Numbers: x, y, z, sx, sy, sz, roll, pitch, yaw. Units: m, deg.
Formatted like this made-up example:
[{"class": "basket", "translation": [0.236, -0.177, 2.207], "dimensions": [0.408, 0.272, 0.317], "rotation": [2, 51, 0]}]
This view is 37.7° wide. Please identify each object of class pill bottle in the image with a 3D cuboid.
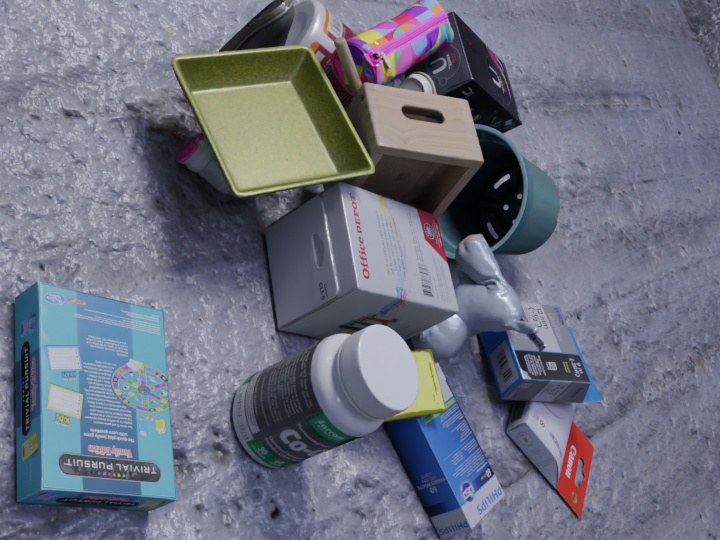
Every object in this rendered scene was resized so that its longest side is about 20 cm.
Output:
[{"class": "pill bottle", "translation": [-0.030, -0.284, 1.512], "dimensions": [0.199, 0.113, 0.115], "rotation": [35, 44, -34]}, {"class": "pill bottle", "translation": [-0.039, 0.137, 1.156], "dimensions": [0.112, 0.199, 0.114], "rotation": [27, 49, -36]}]

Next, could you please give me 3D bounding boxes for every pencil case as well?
[{"class": "pencil case", "translation": [0.047, -0.307, 1.449], "dimensions": [0.200, 0.088, 0.089], "rotation": [-40, 100, -39]}]

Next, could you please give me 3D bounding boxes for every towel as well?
[{"class": "towel", "translation": [0.012, 0.149, 1.310], "dimensions": [0.198, 0.018, 0.087], "rotation": [-5, 74, -29]}]

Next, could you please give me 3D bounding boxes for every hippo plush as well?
[{"class": "hippo plush", "translation": [0.144, 0.067, 1.481], "dimensions": [0.201, 0.160, 0.159], "rotation": [62, 4, 27]}]

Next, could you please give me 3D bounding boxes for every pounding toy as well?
[{"class": "pounding toy", "translation": [0.032, -0.171, 1.361], "dimensions": [0.197, 0.184, 0.144], "rotation": [5, 56, -26]}]

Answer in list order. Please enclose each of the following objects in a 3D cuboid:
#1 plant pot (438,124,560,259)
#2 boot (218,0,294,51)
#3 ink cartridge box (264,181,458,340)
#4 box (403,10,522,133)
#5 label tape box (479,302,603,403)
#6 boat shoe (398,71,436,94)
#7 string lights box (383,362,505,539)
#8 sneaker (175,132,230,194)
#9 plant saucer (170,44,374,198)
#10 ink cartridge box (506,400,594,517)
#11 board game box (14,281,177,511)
[{"class": "plant pot", "translation": [0.208, -0.107, 1.644], "dimensions": [0.195, 0.199, 0.203], "rotation": [10, 59, -57]}, {"class": "boot", "translation": [-0.081, -0.249, 1.390], "dimensions": [0.073, 0.181, 0.201], "rotation": [-45, 103, -25]}, {"class": "ink cartridge box", "translation": [0.000, 0.000, 1.340], "dimensions": [0.199, 0.144, 0.147], "rotation": [16, 55, -46]}, {"class": "box", "translation": [0.153, -0.285, 1.612], "dimensions": [0.199, 0.105, 0.124], "rotation": [23, 49, -58]}, {"class": "label tape box", "translation": [0.288, 0.126, 1.620], "dimensions": [0.198, 0.066, 0.145], "rotation": [5, 51, -29]}, {"class": "boat shoe", "translation": [0.047, -0.182, 1.486], "dimensions": [0.074, 0.202, 0.068], "rotation": [32, 24, 27]}, {"class": "string lights box", "translation": [0.105, 0.236, 1.391], "dimensions": [0.102, 0.059, 0.202], "rotation": [-24, 87, -54]}, {"class": "sneaker", "translation": [-0.148, -0.162, 1.327], "dimensions": [0.089, 0.081, 0.200], "rotation": [52, 45, -16]}, {"class": "plant saucer", "translation": [-0.109, -0.170, 1.250], "dimensions": [0.198, 0.048, 0.202], "rotation": [-13, 66, -35]}, {"class": "ink cartridge box", "translation": [0.316, 0.257, 1.649], "dimensions": [0.200, 0.057, 0.163], "rotation": [46, 38, -14]}, {"class": "board game box", "translation": [-0.258, 0.125, 1.025], "dimensions": [0.150, 0.047, 0.203], "rotation": [18, 55, -44]}]
